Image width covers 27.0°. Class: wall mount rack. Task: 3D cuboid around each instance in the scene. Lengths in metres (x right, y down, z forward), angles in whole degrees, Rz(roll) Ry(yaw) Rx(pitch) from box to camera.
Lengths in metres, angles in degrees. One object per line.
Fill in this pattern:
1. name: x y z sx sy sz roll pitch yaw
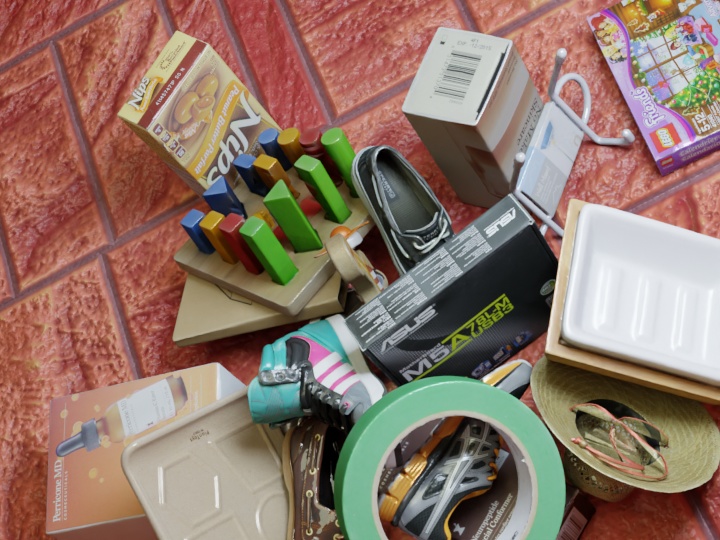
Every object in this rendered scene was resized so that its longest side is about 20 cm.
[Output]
1. wall mount rack: 0.198 -0.123 1.494 0.074 0.174 0.200 6 68 44

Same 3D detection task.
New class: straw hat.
1. straw hat: 0.230 0.165 1.386 0.201 0.201 0.085 42 128 33

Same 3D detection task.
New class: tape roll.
1. tape roll: 0.078 0.194 1.314 0.200 0.048 0.201 0 91 -11

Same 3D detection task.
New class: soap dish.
1. soap dish: 0.270 0.035 1.396 0.199 0.081 0.158 16 66 -8

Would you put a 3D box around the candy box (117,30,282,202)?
1. candy box: -0.170 -0.159 1.654 0.055 0.200 0.116 28 79 34

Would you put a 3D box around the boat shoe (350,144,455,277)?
1. boat shoe: 0.057 -0.039 1.522 0.072 0.071 0.200 -38 95 -12

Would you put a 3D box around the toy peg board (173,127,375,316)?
1. toy peg board: -0.093 -0.079 1.597 0.199 0.098 0.200 21 62 43

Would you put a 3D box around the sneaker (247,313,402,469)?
1. sneaker: -0.042 0.124 1.404 0.120 0.084 0.200 -17 38 -11

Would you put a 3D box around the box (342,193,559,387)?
1. box: 0.104 0.040 1.445 0.200 0.193 0.048 -37 59 2

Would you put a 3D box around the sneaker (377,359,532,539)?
1. sneaker: 0.099 0.167 1.382 0.077 0.078 0.200 39 80 6

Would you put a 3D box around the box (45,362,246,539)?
1. box: -0.213 0.200 1.555 0.199 0.106 0.153 -14 62 16

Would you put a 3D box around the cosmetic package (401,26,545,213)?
1. cosmetic package: 0.127 -0.148 1.522 0.087 0.200 0.104 16 74 27

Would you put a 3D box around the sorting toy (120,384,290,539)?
1. sorting toy: -0.123 0.229 1.438 0.036 0.185 0.200 -28 87 46

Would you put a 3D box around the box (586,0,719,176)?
1. box: 0.335 -0.212 1.558 0.137 0.039 0.200 -26 59 11

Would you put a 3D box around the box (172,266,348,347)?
1. box: -0.099 0.000 1.618 0.199 0.021 0.164 -13 42 21

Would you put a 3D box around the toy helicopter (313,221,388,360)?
1. toy helicopter: 0.000 0.000 1.459 0.079 0.200 0.133 -27 70 5

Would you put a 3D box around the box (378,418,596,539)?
1. box: 0.112 0.215 1.430 0.200 0.075 0.100 25 78 32

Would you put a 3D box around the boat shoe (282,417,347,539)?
1. boat shoe: -0.030 0.236 1.441 0.070 0.070 0.201 -25 69 42

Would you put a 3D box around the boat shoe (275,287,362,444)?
1. boat shoe: -0.033 0.110 1.544 0.059 0.072 0.200 7 63 29
